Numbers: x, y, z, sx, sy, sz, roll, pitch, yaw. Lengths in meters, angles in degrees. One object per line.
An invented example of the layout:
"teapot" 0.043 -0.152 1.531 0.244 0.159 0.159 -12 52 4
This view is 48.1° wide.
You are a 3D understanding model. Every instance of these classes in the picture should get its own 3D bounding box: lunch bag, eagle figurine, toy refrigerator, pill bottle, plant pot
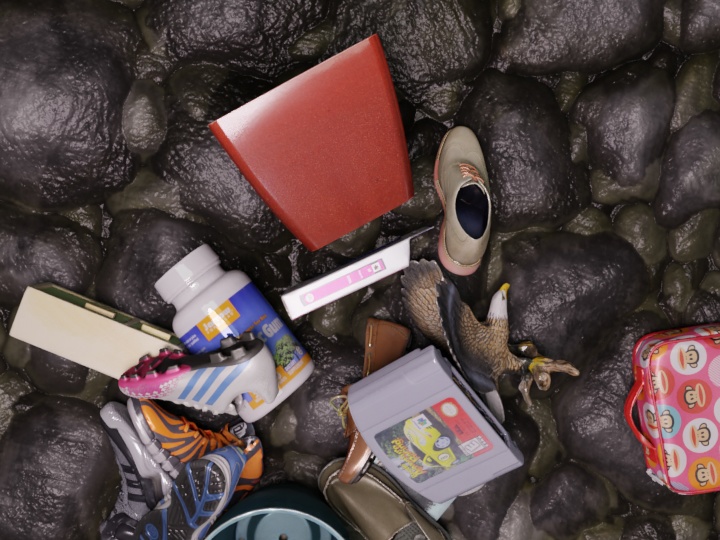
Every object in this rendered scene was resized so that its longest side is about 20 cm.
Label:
"lunch bag" 0.417 0.174 1.006 0.173 0.082 0.203 -9 94 -1
"eagle figurine" 0.137 0.078 0.968 0.198 0.152 0.153 21 52 -18
"toy refrigerator" -0.311 0.080 0.984 0.197 0.076 0.071 23 92 -2
"pill bottle" -0.155 0.072 0.970 0.112 0.112 0.201 -38 94 1
"plant pot" -0.041 -0.140 0.932 0.198 0.200 0.178 -28 104 0
"plant pot" -0.094 0.344 0.947 0.196 0.188 0.204 0 94 -2

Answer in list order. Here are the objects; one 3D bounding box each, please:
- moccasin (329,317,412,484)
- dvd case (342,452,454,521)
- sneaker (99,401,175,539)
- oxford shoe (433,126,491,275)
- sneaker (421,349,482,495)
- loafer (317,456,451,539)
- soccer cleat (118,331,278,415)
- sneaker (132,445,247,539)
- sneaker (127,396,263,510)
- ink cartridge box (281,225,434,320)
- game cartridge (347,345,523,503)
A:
"moccasin" 0.004 0.156 0.982 0.077 0.074 0.204 15 78 3
"dvd case" 0.073 0.237 1.030 0.146 0.022 0.201 41 90 -3
"sneaker" -0.285 0.268 0.993 0.113 0.075 0.201 -34 96 -2
"oxford shoe" 0.130 -0.098 0.954 0.070 0.074 0.203 5 61 -11
"sneaker" 0.108 0.178 0.986 0.075 0.106 0.202 -15 123 3
"loafer" 0.035 0.303 0.987 0.199 0.070 0.076 35 92 -3
"soccer cleat" -0.181 0.130 0.899 0.197 0.070 0.087 -13 110 24
"sneaker" -0.192 0.276 0.926 0.076 0.077 0.200 46 118 8
"sneaker" -0.191 0.202 0.986 0.111 0.078 0.201 -36 120 -7
"ink cartridge box" 0.000 0.000 0.979 0.198 0.095 0.037 -27 94 0
"game cartridge" 0.079 0.181 0.902 0.132 0.041 0.200 -29 119 22
